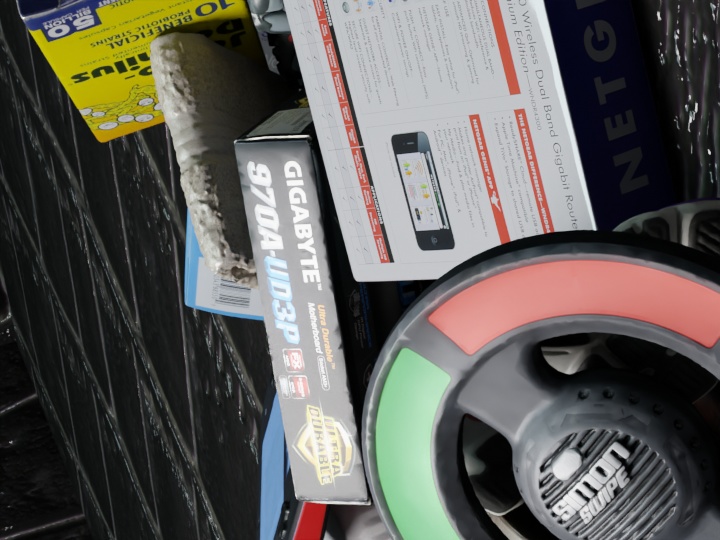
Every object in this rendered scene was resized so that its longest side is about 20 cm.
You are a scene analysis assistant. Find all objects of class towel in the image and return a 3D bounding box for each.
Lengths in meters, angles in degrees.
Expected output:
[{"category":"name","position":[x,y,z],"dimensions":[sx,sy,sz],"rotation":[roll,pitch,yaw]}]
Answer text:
[{"category":"towel","position":[-0.046,-0.046,1.346],"dimensions":[0.200,0.034,0.133],"rotation":[21,-130,-65]}]

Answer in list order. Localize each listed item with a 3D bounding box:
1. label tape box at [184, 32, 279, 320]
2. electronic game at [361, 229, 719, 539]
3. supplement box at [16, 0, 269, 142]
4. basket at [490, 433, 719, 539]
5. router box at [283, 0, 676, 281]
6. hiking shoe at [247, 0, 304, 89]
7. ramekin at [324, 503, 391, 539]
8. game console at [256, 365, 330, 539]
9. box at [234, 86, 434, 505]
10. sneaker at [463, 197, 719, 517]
[{"category":"label tape box","position":[-0.063,-0.090,1.585],"dimensions":[0.144,0.066,0.201],"rotation":[99,-177,-62]},{"category":"electronic game","position":[0.097,0.075,0.948],"dimensions":[0.042,0.198,0.201],"rotation":[-60,-33,-55]},{"category":"supplement box","position":[-0.122,-0.161,1.322],"dimensions":[0.200,0.108,0.110],"rotation":[70,-178,-75]},{"category":"basket","position":[0.103,0.166,1.105],"dimensions":[0.181,0.135,0.201],"rotation":[-60,-21,-51]},{"category":"router box","position":[0.043,-0.097,1.086],"dimensions":[0.179,0.049,0.201],"rotation":[-1,106,53]},{"category":"hiking shoe","position":[-0.013,-0.147,1.326],"dimensions":[0.200,0.086,0.075],"rotation":[46,-153,-83]},{"category":"ramekin","position":[0.037,0.196,1.488],"dimensions":[0.202,0.094,0.204],"rotation":[164,90,-78]},{"category":"game console","position":[-0.037,0.095,1.457],"dimensions":[0.201,0.031,0.178],"rotation":[-92,9,-48]},{"category":"box","position":[0.000,0.000,1.310],"dimensions":[0.159,0.046,0.201],"rotation":[-42,-53,-59]},{"category":"sneaker","position":[0.080,0.024,1.001],"dimensions":[0.081,0.200,0.084],"rotation":[44,-148,-19]}]
